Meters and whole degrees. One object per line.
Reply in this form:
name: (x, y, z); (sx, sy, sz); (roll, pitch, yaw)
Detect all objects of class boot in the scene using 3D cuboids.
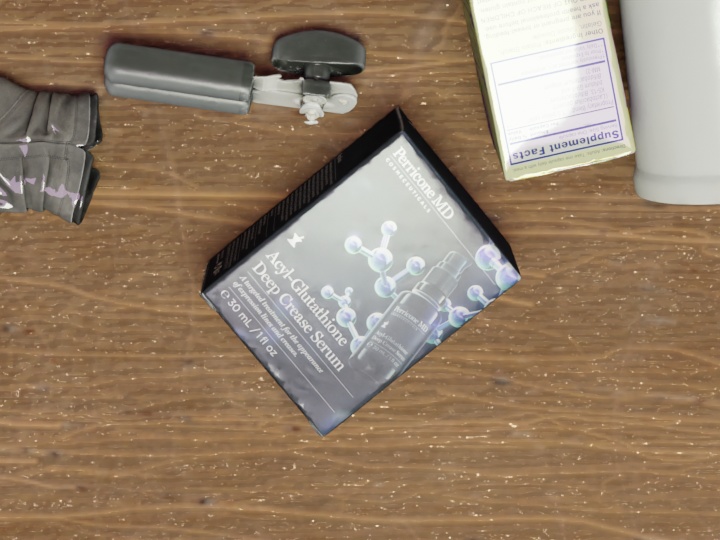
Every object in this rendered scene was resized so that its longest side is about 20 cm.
boot: (-0.270, -0.053, 1.628); (0.131, 0.070, 0.201); (14, 81, -4)

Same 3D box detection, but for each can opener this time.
can opener: (-0.096, -0.151, 1.653); (0.198, 0.053, 0.067); (3, 70, -4)

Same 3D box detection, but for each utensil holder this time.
utensil holder: (0.276, -0.165, 1.594); (0.169, 0.170, 0.202); (-8, 102, 1)

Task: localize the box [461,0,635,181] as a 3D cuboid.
box: (0.126, -0.188, 1.577); (0.096, 0.176, 0.201); (-12, 104, 2)

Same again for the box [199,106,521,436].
box: (0.000, 0.000, 1.658); (0.200, 0.107, 0.149); (-39, 101, 7)
